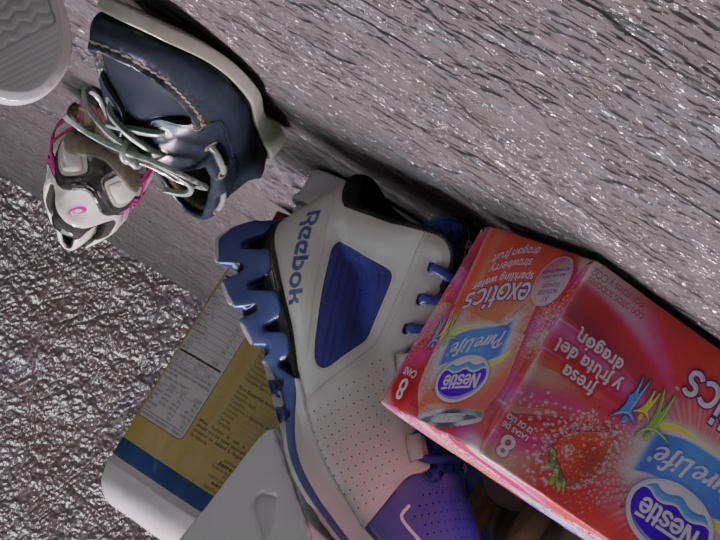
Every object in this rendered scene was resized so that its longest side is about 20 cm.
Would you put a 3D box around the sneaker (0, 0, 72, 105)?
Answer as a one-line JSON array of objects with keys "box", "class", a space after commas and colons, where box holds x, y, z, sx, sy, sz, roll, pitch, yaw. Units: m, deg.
[{"box": [-0.193, -0.133, 1.270, 0.200, 0.074, 0.118, 41, 171, 16], "class": "sneaker"}]

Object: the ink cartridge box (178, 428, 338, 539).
[{"box": [0.017, 0.181, 1.346, 0.200, 0.084, 0.145, 37, -171, -19], "class": "ink cartridge box"}]

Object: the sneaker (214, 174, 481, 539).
[{"box": [0.018, 0.036, 1.296, 0.080, 0.115, 0.200, 14, -134, -58], "class": "sneaker"}]

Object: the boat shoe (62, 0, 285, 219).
[{"box": [-0.088, -0.071, 1.312, 0.075, 0.062, 0.200, 33, 175, 12], "class": "boat shoe"}]

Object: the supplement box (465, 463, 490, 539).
[{"box": [0.081, 0.152, 1.773, 0.199, 0.135, 0.200, 33, 175, -2], "class": "supplement box"}]

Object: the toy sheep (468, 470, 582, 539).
[{"box": [0.116, 0.103, 1.377, 0.200, 0.138, 0.138, 46, 170, -26], "class": "toy sheep"}]

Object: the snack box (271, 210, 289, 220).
[{"box": [0.000, 0.000, 1.718, 0.072, 0.024, 0.200, 33, 175, -18], "class": "snack box"}]

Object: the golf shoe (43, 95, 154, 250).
[{"box": [-0.177, -0.059, 1.863, 0.072, 0.092, 0.200, 31, 177, -3], "class": "golf shoe"}]

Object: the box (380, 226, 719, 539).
[{"box": [0.122, 0.075, 1.248, 0.200, 0.095, 0.103, 35, 175, -27], "class": "box"}]

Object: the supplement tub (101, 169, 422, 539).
[{"box": [-0.025, 0.065, 1.473, 0.144, 0.201, 0.145, 32, 175, 3], "class": "supplement tub"}]
